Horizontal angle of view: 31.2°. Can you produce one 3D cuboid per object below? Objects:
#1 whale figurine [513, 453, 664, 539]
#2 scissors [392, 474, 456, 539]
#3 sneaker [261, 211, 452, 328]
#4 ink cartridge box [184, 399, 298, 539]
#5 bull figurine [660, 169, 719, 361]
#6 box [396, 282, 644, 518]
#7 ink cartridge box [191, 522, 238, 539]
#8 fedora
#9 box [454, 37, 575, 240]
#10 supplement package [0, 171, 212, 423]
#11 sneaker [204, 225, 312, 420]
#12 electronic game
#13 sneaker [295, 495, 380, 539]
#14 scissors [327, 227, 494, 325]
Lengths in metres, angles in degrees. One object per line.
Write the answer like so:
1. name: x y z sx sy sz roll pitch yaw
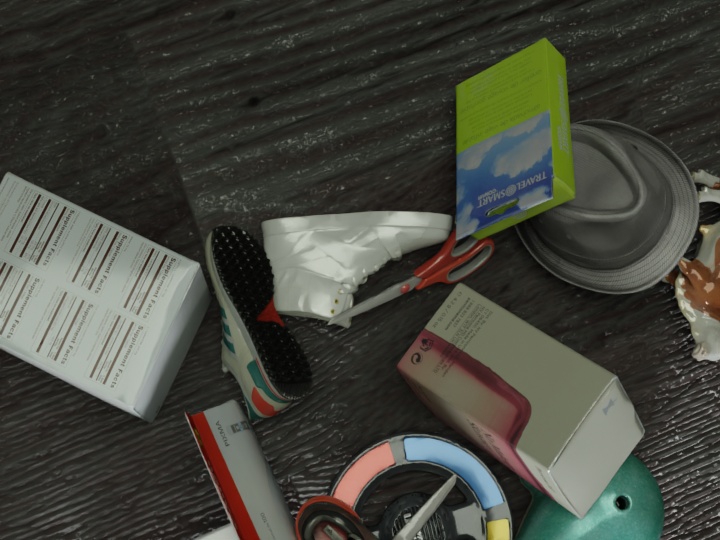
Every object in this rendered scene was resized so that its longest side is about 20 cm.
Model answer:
1. whale figurine: 0.210 0.253 1.261 0.198 0.104 0.160 -31 83 -20
2. scissors: 0.022 0.276 1.257 0.072 0.014 0.202 25 89 6
3. sneaker: 0.000 0.000 1.327 0.196 0.074 0.118 -5 84 3
4. ink cartridge box: -0.106 0.201 1.215 0.047 0.200 0.162 -24 82 -5
5. bull figurine: 0.365 -0.007 1.341 0.120 0.065 0.202 32 77 -11
6. box: 0.153 0.123 1.237 0.199 0.128 0.109 32 78 38
7. ink cartridge box: -0.196 0.311 1.234 0.197 0.116 0.069 -23 80 -6
8. fedora: 0.238 -0.079 1.305 0.199 0.090 0.178 39 89 28
9. box: 0.152 -0.123 1.295 0.047 0.121 0.203 33 46 -38
10. supplement package: -0.265 0.032 1.241 0.198 0.191 0.149 25 79 1
11. sneaker: -0.122 0.056 1.298 0.070 0.093 0.202 -7 65 -43
12. electronic game: 0.057 0.263 1.293 0.196 0.042 0.204 0 81 -3
13. sneaker: 0.018 0.290 1.202 0.198 0.082 0.078 33 89 4
14. scissors: 0.056 0.017 1.321 0.199 0.074 0.014 -36 55 -11
